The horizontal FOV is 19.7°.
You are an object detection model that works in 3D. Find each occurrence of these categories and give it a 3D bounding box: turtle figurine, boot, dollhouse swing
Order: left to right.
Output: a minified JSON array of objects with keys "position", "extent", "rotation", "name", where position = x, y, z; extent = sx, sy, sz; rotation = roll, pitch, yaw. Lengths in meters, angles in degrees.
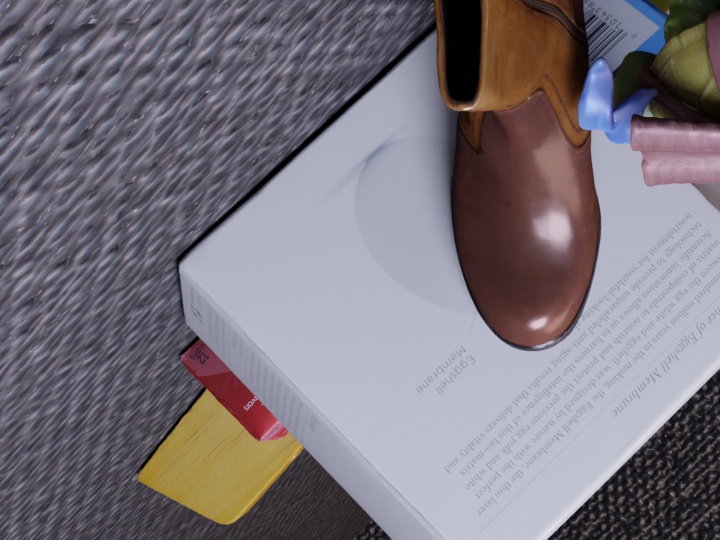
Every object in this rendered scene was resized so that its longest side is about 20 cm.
[{"position":[0.013,0.104,1.279],"extent":[0.182,0.176,0.200],"rotation":[-51,171,33],"name":"dollhouse swing"},{"position":[0.062,-0.062,0.815],"extent":[0.200,0.068,0.189],"rotation":[6,92,-81],"name":"boot"},{"position":[0.201,-0.107,0.834],"extent":[0.200,0.144,0.194],"rotation":[-4,177,-41],"name":"turtle figurine"}]

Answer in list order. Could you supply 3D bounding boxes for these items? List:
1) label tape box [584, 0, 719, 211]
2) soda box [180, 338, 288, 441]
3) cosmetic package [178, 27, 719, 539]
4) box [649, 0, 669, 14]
[{"position":[0.152,-0.058,1.073],"extent":[0.066,0.143,0.200],"rotation":[-43,150,-10],"name":"label tape box"},{"position":[0.000,0.000,1.099],"extent":[0.200,0.063,0.070],"rotation":[-46,172,2],"name":"soda box"},{"position":[0.055,0.016,0.970],"extent":[0.199,0.200,0.123],"rotation":[-42,171,-12],"name":"cosmetic package"},{"position":[0.176,-0.159,1.222],"extent":[0.075,0.050,0.200],"rotation":[-50,171,30],"name":"box"}]
